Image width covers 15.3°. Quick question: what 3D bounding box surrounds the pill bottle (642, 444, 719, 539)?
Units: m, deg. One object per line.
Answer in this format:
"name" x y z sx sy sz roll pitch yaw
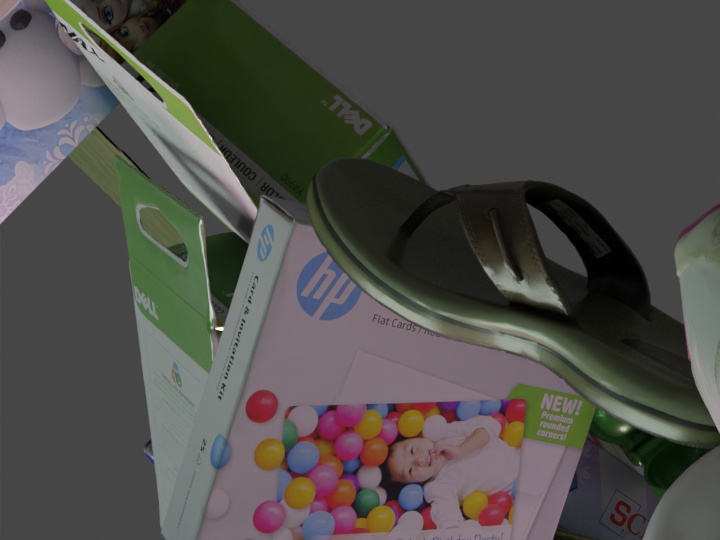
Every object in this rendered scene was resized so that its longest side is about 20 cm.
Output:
"pill bottle" 0.165 0.137 0.953 0.114 0.114 0.200 42 173 26

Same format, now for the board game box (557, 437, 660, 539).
"board game box" 0.083 0.104 1.248 0.199 0.041 0.200 34 170 -23

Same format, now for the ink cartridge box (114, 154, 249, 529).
"ink cartridge box" -0.059 0.046 1.251 0.104 0.059 0.202 37 137 57

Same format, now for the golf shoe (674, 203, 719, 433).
"golf shoe" 0.141 0.045 0.776 0.092 0.075 0.200 60 -179 34

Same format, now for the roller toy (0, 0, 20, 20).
"roller toy" -0.197 -0.168 1.053 0.140 0.181 0.201 -165 55 -81

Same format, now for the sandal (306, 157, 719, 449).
"sandal" 0.072 0.000 0.965 0.200 0.058 0.080 26 -155 26

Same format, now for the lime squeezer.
"lime squeezer" 0.118 0.060 1.132 0.200 0.038 0.071 44 175 30

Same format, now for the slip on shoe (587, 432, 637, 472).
"slip on shoe" 0.082 0.082 1.419 0.200 0.061 0.074 39 170 41

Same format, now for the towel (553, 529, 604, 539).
"towel" 0.091 0.201 1.161 0.170 0.048 0.201 10 121 37

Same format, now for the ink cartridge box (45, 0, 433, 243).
"ink cartridge box" -0.053 -0.076 1.222 0.148 0.076 0.200 41 171 38

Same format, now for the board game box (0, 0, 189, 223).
"board game box" -0.194 -0.128 1.242 0.200 0.199 0.043 49 173 -36

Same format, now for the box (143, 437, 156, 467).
"box" -0.026 0.091 1.638 0.105 0.184 0.200 43 173 10

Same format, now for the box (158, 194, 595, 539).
"box" 0.005 0.085 1.056 0.155 0.201 0.041 13 -171 -27
